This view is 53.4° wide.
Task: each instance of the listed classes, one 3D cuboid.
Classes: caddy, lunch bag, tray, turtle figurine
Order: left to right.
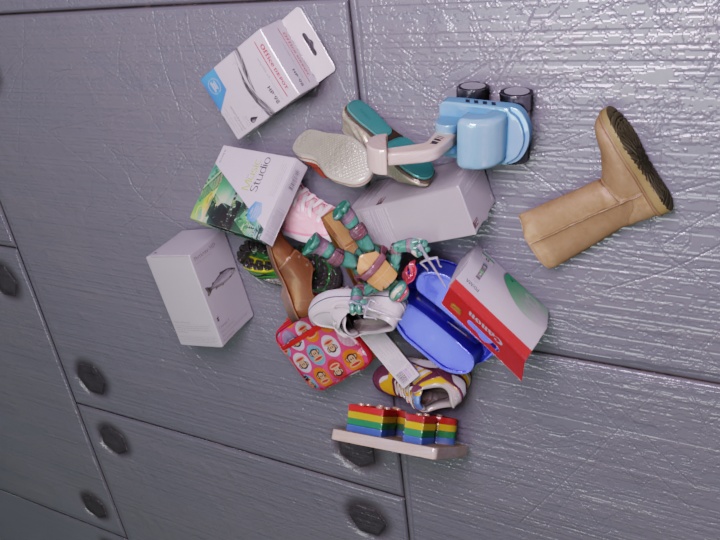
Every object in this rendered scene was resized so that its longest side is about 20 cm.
[{"bbox_3d":[-0.065,0.119,1.346,0.199,0.082,0.177,-34,94,42],"label":"lunch bag"},{"bbox_3d":[0.000,0.000,1.182,0.099,0.037,0.201,52,171,47],"label":"tray"},{"bbox_3d":[0.020,-0.003,1.051,0.199,0.151,0.101,39,171,-15],"label":"turtle figurine"},{"bbox_3d":[0.147,0.074,1.179,0.199,0.105,0.142,39,107,5],"label":"caddy"}]

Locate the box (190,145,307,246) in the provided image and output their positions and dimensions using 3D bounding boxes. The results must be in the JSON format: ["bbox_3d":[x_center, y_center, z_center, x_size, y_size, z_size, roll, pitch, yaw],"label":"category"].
[{"bbox_3d":[-0.191,-0.130,1.199,0.198,0.146,0.036,16,169,42],"label":"box"}]

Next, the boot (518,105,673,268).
[{"bbox_3d":[0.305,-0.107,0.999,0.199,0.066,0.176,-26,103,40],"label":"boot"}]

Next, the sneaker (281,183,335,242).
[{"bbox_3d":[-0.106,-0.114,1.225,0.197,0.075,0.106,13,129,28],"label":"sneaker"}]

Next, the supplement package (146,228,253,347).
[{"bbox_3d":[-0.313,0.033,1.410,0.116,0.117,0.203,0,119,30],"label":"supplement package"}]

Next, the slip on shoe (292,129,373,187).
[{"bbox_3d":[-0.036,-0.171,1.118,0.061,0.074,0.199,43,173,-38],"label":"slip on shoe"}]

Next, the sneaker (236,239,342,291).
[{"bbox_3d":[-0.125,-0.006,1.318,0.197,0.079,0.085,16,162,13],"label":"sneaker"}]

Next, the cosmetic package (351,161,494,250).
[{"bbox_3d":[0.094,-0.098,1.098,0.198,0.107,0.091,-13,115,34],"label":"cosmetic package"}]

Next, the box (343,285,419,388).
[{"bbox_3d":[0.027,0.116,1.248,0.041,0.039,0.201,-40,98,2],"label":"box"}]

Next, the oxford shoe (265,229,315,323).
[{"bbox_3d":[-0.119,-0.015,1.228,0.070,0.071,0.203,-18,107,2],"label":"oxford shoe"}]

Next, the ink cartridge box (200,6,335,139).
[{"bbox_3d":[-0.149,-0.311,1.135,0.198,0.067,0.117,-25,104,38],"label":"ink cartridge box"}]

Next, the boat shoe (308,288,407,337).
[{"bbox_3d":[-0.014,0.076,1.153,0.197,0.066,0.072,-5,134,36],"label":"boat shoe"}]

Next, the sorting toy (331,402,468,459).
[{"bbox_3d":[0.080,0.289,1.309,0.197,0.198,0.071,4,80,26],"label":"sorting toy"}]

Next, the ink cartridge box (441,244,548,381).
[{"bbox_3d":[0.205,0.054,1.067,0.161,0.200,0.050,43,113,0],"label":"ink cartridge box"}]

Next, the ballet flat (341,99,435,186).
[{"bbox_3d":[0.041,-0.182,1.091,0.200,0.067,0.063,50,146,25],"label":"ballet flat"}]

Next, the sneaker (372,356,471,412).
[{"bbox_3d":[0.097,0.210,1.297,0.197,0.090,0.076,-7,115,33],"label":"sneaker"}]

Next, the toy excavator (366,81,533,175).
[{"bbox_3d":[0.126,-0.180,0.969,0.192,0.200,0.101,12,124,23],"label":"toy excavator"}]
